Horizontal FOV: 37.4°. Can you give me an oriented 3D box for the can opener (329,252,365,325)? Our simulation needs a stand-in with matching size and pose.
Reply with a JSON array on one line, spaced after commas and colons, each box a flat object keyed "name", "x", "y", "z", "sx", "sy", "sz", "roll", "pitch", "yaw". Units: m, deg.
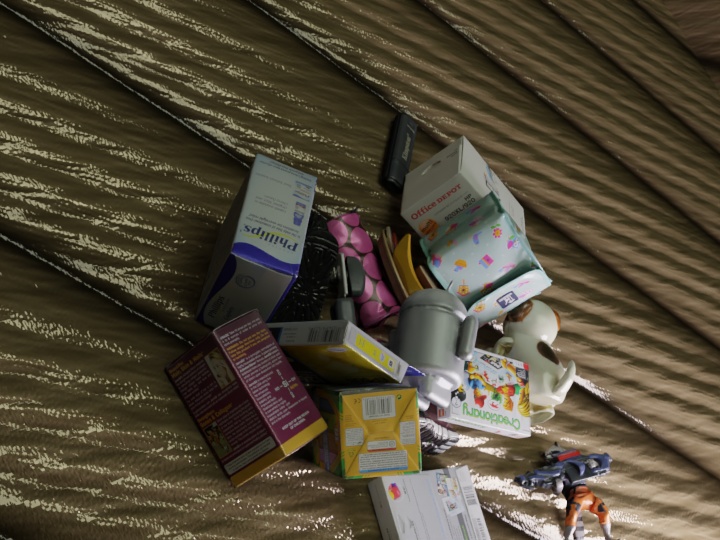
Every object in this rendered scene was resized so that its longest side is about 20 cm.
[{"name": "can opener", "x": -0.018, "y": 0.065, "z": 1.701, "sx": 0.066, "sy": 0.053, "sz": 0.203, "roll": 3, "pitch": 67, "yaw": -15}]

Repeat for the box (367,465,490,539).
[{"name": "box", "x": 0.115, "y": 0.397, "z": 1.687, "sx": 0.198, "sy": 0.041, "sz": 0.158, "roll": 3, "pitch": 62, "yaw": -44}]

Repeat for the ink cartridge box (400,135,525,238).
[{"name": "ink cartridge box", "x": 0.191, "y": -0.111, "z": 1.974, "sx": 0.200, "sy": 0.147, "sz": 0.145, "roll": 46, "pitch": 27, "yaw": -21}]

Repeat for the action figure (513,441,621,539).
[{"name": "action figure", "x": 0.361, "y": 0.403, "z": 1.904, "sx": 0.197, "sy": 0.105, "sz": 0.195, "roll": -2, "pitch": 55, "yaw": -16}]

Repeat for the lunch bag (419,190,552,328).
[{"name": "lunch bag", "x": 0.225, "y": -0.005, "z": 1.871, "sx": 0.201, "sy": 0.169, "sz": 0.122, "roll": 54, "pitch": 9, "yaw": -24}]

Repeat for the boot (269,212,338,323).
[{"name": "boot", "x": -0.098, "y": 0.016, "z": 1.701, "sx": 0.079, "sy": 0.213, "sz": 0.158, "roll": 26, "pitch": 5, "yaw": -15}]

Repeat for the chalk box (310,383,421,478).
[{"name": "chalk box", "x": -0.001, "y": 0.232, "z": 1.582, "sx": 0.123, "sy": 0.200, "sz": 0.126, "roll": -2, "pitch": 88, "yaw": -17}]

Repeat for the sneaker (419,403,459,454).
[{"name": "sneaker", "x": 0.084, "y": 0.230, "z": 1.734, "sx": 0.200, "sy": 0.075, "sz": 0.117, "roll": 34, "pitch": 29, "yaw": -57}]

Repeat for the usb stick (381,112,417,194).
[{"name": "usb stick", "x": 0.077, "y": -0.229, "z": 2.073, "sx": 0.055, "sy": 0.032, "sz": 0.202, "roll": 35, "pitch": 44, "yaw": -24}]

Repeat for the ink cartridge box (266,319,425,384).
[{"name": "ink cartridge box", "x": -0.038, "y": 0.134, "z": 1.565, "sx": 0.200, "sy": 0.196, "sz": 0.048, "roll": 41, "pitch": 55, "yaw": -41}]

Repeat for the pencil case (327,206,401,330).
[{"name": "pencil case", "x": 0.000, "y": 0.000, "z": 1.809, "sx": 0.093, "sy": 0.090, "sz": 0.202, "roll": -11, "pitch": 74, "yaw": -49}]

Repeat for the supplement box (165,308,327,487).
[{"name": "supplement box", "x": -0.162, "y": 0.180, "z": 1.502, "sx": 0.103, "sy": 0.130, "sz": 0.201, "roll": -27, "pitch": 84, "yaw": -50}]

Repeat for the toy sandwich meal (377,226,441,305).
[{"name": "toy sandwich meal", "x": 0.097, "y": 0.013, "z": 1.845, "sx": 0.205, "sy": 0.070, "sz": 0.207, "roll": -24, "pitch": 91, "yaw": -81}]

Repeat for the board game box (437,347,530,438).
[{"name": "board game box", "x": 0.206, "y": 0.200, "z": 1.769, "sx": 0.198, "sy": 0.034, "sz": 0.128, "roll": 18, "pitch": 65, "yaw": -38}]

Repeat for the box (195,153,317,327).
[{"name": "box", "x": -0.155, "y": -0.033, "z": 1.593, "sx": 0.104, "sy": 0.184, "sz": 0.202, "roll": 20, "pitch": 50, "yaw": -13}]

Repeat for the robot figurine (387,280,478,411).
[{"name": "robot figurine", "x": 0.109, "y": 0.115, "z": 1.666, "sx": 0.113, "sy": 0.168, "sz": 0.202, "roll": 36, "pitch": 54, "yaw": -45}]

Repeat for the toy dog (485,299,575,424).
[{"name": "toy dog", "x": 0.302, "y": 0.150, "z": 1.924, "sx": 0.138, "sy": 0.194, "sz": 0.202, "roll": 15, "pitch": 60, "yaw": -21}]

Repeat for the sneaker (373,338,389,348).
[{"name": "sneaker", "x": 0.045, "y": 0.158, "z": 1.756, "sx": 0.198, "sy": 0.087, "sz": 0.081, "roll": -10, "pitch": 66, "yaw": -23}]
